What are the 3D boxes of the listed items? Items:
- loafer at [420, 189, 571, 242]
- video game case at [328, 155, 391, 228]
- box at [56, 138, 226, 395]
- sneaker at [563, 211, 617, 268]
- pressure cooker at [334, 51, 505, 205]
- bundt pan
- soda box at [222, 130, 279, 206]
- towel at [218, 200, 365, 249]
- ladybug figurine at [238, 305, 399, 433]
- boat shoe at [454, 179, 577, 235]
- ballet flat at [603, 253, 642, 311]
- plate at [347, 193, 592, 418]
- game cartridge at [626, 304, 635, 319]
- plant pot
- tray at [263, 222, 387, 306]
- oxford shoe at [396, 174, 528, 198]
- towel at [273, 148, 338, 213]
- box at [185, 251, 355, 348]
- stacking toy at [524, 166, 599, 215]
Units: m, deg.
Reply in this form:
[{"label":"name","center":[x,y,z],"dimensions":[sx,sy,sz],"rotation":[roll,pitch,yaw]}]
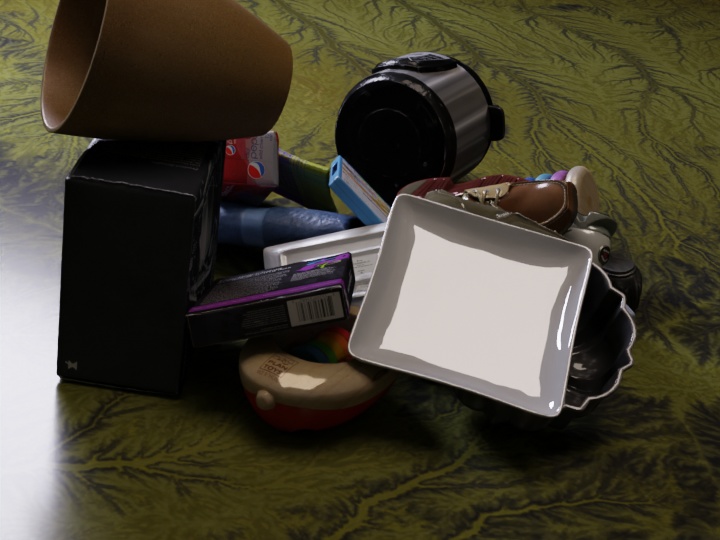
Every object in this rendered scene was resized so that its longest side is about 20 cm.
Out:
[{"label":"loafer","center":[0.143,-0.036,1.426],"dimensions":[0.198,0.075,0.070],"rotation":[22,35,-24]},{"label":"video game case","center":[0.020,-0.061,1.567],"dimensions":[0.143,0.018,0.200],"rotation":[46,8,-8]},{"label":"box","center":[-0.204,-0.022,1.335],"dimensions":[0.122,0.202,0.197],"rotation":[9,24,1]},{"label":"sneaker","center":[0.182,-0.016,1.533],"dimensions":[0.074,0.090,0.199],"rotation":[22,-14,-39]},{"label":"pressure cooker","center":[0.077,-0.187,1.828],"dimensions":[0.176,0.179,0.200],"rotation":[47,33,7]},{"label":"bundt pan","center":[0.158,0.070,1.349],"dimensions":[0.199,0.076,0.204],"rotation":[4,52,-5]},{"label":"soda box","center":[-0.143,-0.108,1.592],"dimensions":[0.069,0.064,0.200],"rotation":[3,-9,-14]},{"label":"towel","center":[-0.091,-0.047,1.547],"dimensions":[0.197,0.049,0.112],"rotation":[7,-1,16]},{"label":"ladybug figurine","center":[-0.036,0.093,1.297],"dimensions":[0.135,0.073,0.199],"rotation":[22,27,29]},{"label":"boat shoe","center":[0.133,-0.053,1.493],"dimensions":[0.198,0.077,0.073],"rotation":[-17,-24,37]},{"label":"ballet flat","center":[0.259,-0.007,1.661],"dimensions":[0.066,0.058,0.200],"rotation":[-17,26,-20]},{"label":"plate","center":[0.103,0.035,1.300],"dimensions":[0.197,0.032,0.202],"rotation":[17,52,3]},{"label":"game cartridge","center":[0.203,0.027,1.570],"dimensions":[0.132,0.042,0.200],"rotation":[-4,27,-36]},{"label":"plant pot","center":[-0.168,-0.194,1.291],"dimensions":[0.198,0.188,0.187],"rotation":[12,20,-26]},{"label":"tray","center":[0.000,0.000,1.434],"dimensions":[0.197,0.022,0.109],"rotation":[-11,62,4]},{"label":"oxford shoe","center":[0.140,-0.065,1.644],"dimensions":[0.198,0.076,0.070],"rotation":[5,33,34]},{"label":"towel","center":[-0.115,-0.130,1.683],"dimensions":[0.198,0.023,0.144],"rotation":[27,-15,15]},{"label":"box","center":[-0.078,0.025,1.323],"dimensions":[0.141,0.037,0.200],"rotation":[-11,10,4]},{"label":"stacking toy","center":[0.179,-0.073,1.682],"dimensions":[0.198,0.086,0.085],"rotation":[-4,17,28]}]
